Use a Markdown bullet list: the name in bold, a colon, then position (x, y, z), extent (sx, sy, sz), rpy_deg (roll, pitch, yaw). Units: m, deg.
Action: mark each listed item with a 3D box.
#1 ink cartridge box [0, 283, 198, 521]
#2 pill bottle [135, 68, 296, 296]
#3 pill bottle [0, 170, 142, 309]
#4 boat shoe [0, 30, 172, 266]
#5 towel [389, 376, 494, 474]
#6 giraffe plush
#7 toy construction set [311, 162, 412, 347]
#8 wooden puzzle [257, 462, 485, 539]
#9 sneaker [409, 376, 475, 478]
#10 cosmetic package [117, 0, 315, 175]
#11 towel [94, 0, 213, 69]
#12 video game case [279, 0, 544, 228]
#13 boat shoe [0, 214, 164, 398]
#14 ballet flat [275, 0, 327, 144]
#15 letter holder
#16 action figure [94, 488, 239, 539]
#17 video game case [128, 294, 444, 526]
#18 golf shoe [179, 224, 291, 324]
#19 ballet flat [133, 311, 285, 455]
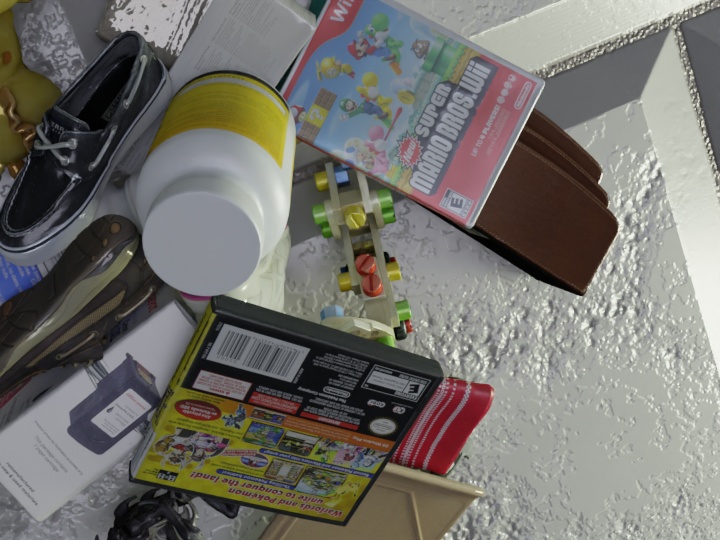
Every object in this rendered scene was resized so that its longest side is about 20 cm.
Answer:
- **ink cartridge box**: position (-0.216, 0.099, 0.808), extent (0.200, 0.145, 0.085), rpy_deg (-37, 107, -4)
- **pill bottle**: position (-0.107, -0.068, 0.705), extent (0.111, 0.200, 0.113), rpy_deg (0, 121, -1)
- **pill bottle**: position (-0.240, -0.009, 0.786), extent (0.199, 0.112, 0.112), rpy_deg (-26, 105, 2)
- **boat shoe**: position (-0.220, -0.098, 0.717), extent (0.072, 0.068, 0.200), rpy_deg (30, 75, 18)
- **towel**: position (0.004, 0.129, 0.819), extent (0.199, 0.023, 0.145), rpy_deg (10, 139, -12)
- **giraffe plush**: position (-0.298, -0.162, 0.746), extent (0.172, 0.201, 0.162), rpy_deg (-23, 133, 7)
- **toy construction set**: position (0.000, 0.000, 0.838), extent (0.092, 0.131, 0.201), rpy_deg (0, 62, 8)
- **wooden puzzle**: position (-0.005, 0.249, 0.898), extent (0.184, 0.037, 0.200), rpy_deg (22, 119, -30)
- **sneaker**: position (0.026, 0.173, 0.918), extent (0.199, 0.075, 0.116), rpy_deg (-2, 103, -14)
- **cosmetic package**: position (-0.127, -0.156, 0.802), extent (0.082, 0.051, 0.200), rpy_deg (32, 112, -19)
- **towel**: position (-0.136, -0.269, 0.820), extent (0.132, 0.034, 0.201), rpy_deg (23, 95, -15)
- **video game case**: position (0.039, -0.145, 0.802), extent (0.199, 0.017, 0.144), rpy_deg (27, 89, -1)
- **boat shoe**: position (-0.225, 0.045, 0.712), extent (0.200, 0.075, 0.073), rpy_deg (-39, 126, 16)
- **ballet flat**: position (-0.036, -0.177, 0.846), extent (0.070, 0.071, 0.201), rpy_deg (23, 94, -16)
- **letter holder**: position (0.149, -0.091, 0.886), extent (0.199, 0.101, 0.143), rpy_deg (31, 90, -17)
- **action figure**: position (-0.160, 0.237, 0.863), extent (0.199, 0.119, 0.102), rpy_deg (-29, 85, -14)
- **video game case**: position (-0.061, 0.120, 0.750), extent (0.199, 0.026, 0.181), rpy_deg (18, 117, -23)
- **golf shoe**: position (-0.097, 0.016, 0.802), extent (0.075, 0.200, 0.092), rpy_deg (-14, 107, 15)
- **ballet flat**: position (-0.132, 0.119, 0.875), extent (0.072, 0.072, 0.200), rpy_deg (44, 87, -17)
